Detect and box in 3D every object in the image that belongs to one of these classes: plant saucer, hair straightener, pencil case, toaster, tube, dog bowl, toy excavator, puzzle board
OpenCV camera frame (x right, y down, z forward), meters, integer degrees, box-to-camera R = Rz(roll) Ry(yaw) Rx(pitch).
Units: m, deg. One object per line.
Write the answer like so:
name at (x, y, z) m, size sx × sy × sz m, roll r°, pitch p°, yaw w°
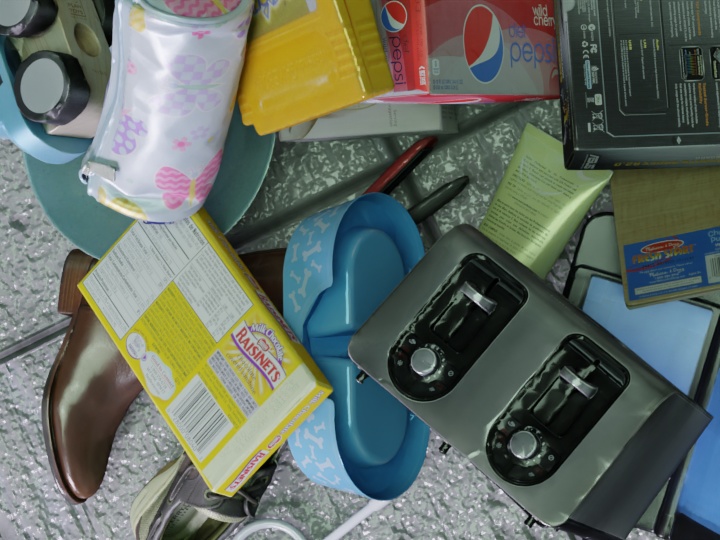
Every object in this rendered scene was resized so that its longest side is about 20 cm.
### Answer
plant saucer at (-0.140, -0.101, 1.652) m, size 0.200 × 0.039 × 0.202 m, roll -1°, pitch 87°, yaw 24°
hair straightener at (0.000, 0.000, 1.640) m, size 0.200 × 0.041 × 0.077 m, roll -42°, pitch 84°, yaw 11°
pencil case at (-0.124, -0.120, 1.519) m, size 0.090 × 0.200 × 0.083 m, roll 1°, pitch 51°, yaw -16°
toaster at (0.112, 0.080, 1.500) m, size 0.181 × 0.200 × 0.119 m, roll 41°, pitch 94°, yaw 22°
tube at (0.095, 0.005, 1.617) m, size 0.058 × 0.052 × 0.200 m, roll 26°, pitch 97°, yaw -8°
dog bowl at (-0.005, 0.051, 1.571) m, size 0.049 × 0.111 × 0.201 m, roll -5°, pitch 84°, yaw 35°
toy excavator at (-0.265, -0.145, 1.643) m, size 0.200 × 0.100 × 0.195 m, roll -28°, pitch 75°, yaw 26°
puzzle board at (0.262, -0.053, 1.557) m, size 0.199 × 0.017 × 0.151 m, roll -12°, pitch 52°, yaw 12°

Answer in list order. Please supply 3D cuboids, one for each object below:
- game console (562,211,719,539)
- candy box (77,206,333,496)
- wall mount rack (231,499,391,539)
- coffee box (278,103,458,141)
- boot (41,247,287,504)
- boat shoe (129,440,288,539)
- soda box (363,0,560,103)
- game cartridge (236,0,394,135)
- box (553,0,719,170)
game console at (0.206, 0.080, 1.561) m, size 0.175 × 0.116 × 0.201 m, roll 17°, pitch 95°, yaw 1°
candy box at (-0.105, 0.042, 1.565) m, size 0.102 × 0.026 × 0.200 m, roll -45°, pitch 55°, yaw 12°
wall mount rack at (-0.006, 0.244, 1.636) m, size 0.174 × 0.075 × 0.200 m, roll -38°, pitch 86°, yaw 11°
coffee box at (0.001, -0.189, 1.611) m, size 0.114 × 0.080 × 0.201 m, roll -2°, pitch 92°, yaw 12°
boot at (-0.115, 0.074, 1.639) m, size 0.199 × 0.064 × 0.187 m, roll 3°, pitch 91°, yaw 22°
boat shoe at (-0.092, 0.142, 1.614) m, size 0.201 × 0.072 × 0.066 m, roll -49°, pitch 39°, yaw 37°
soda box at (0.069, -0.142, 1.536) m, size 0.063 × 0.200 × 0.070 m, roll -3°, pitch 92°, yaw 34°
game cartridge at (-0.056, -0.190, 1.477) m, size 0.032 × 0.176 × 0.201 m, roll -17°, pitch 92°, yaw -26°
box at (0.204, -0.168, 1.545) m, size 0.158 × 0.048 × 0.201 m, roll -3°, pitch 78°, yaw -4°
